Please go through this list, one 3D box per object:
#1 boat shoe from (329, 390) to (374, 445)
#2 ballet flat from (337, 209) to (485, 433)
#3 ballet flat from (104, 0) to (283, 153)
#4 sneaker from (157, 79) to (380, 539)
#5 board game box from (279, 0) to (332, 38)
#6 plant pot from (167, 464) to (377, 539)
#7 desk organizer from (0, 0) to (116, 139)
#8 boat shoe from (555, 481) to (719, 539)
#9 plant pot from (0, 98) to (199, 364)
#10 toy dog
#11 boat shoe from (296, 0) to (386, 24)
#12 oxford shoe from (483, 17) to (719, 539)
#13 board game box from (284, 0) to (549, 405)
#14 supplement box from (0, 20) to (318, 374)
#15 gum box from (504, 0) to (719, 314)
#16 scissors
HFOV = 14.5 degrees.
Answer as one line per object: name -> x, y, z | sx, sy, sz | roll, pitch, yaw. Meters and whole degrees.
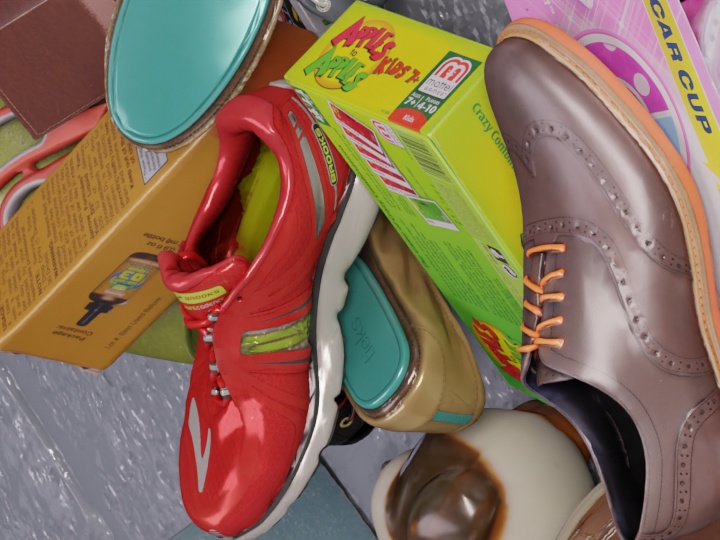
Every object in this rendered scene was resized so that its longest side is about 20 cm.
boat shoe -> -0.021, 0.044, 1.346 | 0.063, 0.074, 0.201 | 20, 178, 10
ballet flat -> 0.000, 0.000, 1.267 | 0.069, 0.063, 0.200 | -47, 45, 26
ballet flat -> -0.053, -0.145, 1.188 | 0.070, 0.065, 0.201 | 23, 103, 7
sneaker -> -0.054, 0.016, 1.195 | 0.077, 0.085, 0.201 | 18, 100, 41
board game box -> -0.032, -0.098, 1.352 | 0.200, 0.035, 0.126 | 59, 152, 9
plant pot -> -0.071, 0.258, 1.555 | 0.196, 0.200, 0.197 | 51, 151, 22
desk organizer -> -0.160, -0.159, 1.384 | 0.072, 0.077, 0.200 | 54, -171, -41
boat shoe -> 0.098, 0.153, 1.195 | 0.076, 0.200, 0.072 | 40, -165, -8
plant pot -> -0.133, -0.037, 1.455 | 0.200, 0.187, 0.187 | 31, 141, 28
toy dog -> 0.069, 0.161, 1.294 | 0.194, 0.139, 0.201 | -1, 112, 50
boat shoe -> -0.070, -0.152, 1.267 | 0.200, 0.073, 0.062 | 16, 100, 26
oxford shoe -> 0.087, 0.005, 1.038 | 0.200, 0.072, 0.071 | 64, 156, -1
board game box -> 0.060, -0.016, 1.165 | 0.102, 0.048, 0.200 | 26, 158, 51
supplement box -> -0.095, -0.034, 1.294 | 0.200, 0.066, 0.069 | -44, 47, 34
gum box -> 0.126, -0.071, 1.059 | 0.113, 0.066, 0.200 | -8, 107, 63
scissors -> -0.116, -0.077, 1.346 | 0.200, 0.014, 0.073 | -35, 81, 28
